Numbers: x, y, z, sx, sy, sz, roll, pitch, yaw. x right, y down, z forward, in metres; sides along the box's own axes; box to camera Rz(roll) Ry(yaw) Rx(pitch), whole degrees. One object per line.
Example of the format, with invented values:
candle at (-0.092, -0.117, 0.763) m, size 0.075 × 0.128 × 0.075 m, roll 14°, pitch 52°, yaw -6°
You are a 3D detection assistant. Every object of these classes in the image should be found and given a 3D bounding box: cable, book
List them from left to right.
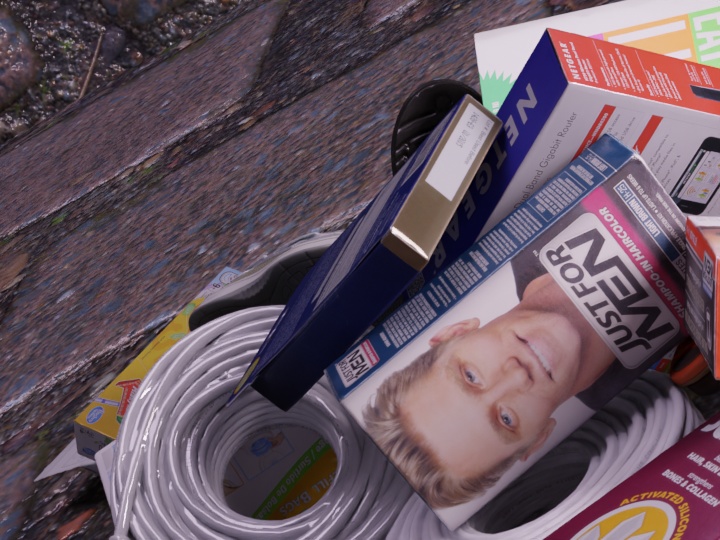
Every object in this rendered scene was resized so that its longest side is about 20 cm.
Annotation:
cable at (-0.051, 0.120, 1.277) m, size 0.198 × 0.069 × 0.201 m, roll -6°, pitch 59°, yaw 10°
cable at (0.103, 0.135, 1.140) m, size 0.199 × 0.069 × 0.200 m, roll -13°, pitch 26°, yaw 47°
book at (0.175, -0.104, 1.301) m, size 0.199 × 0.048 × 0.134 m, roll -12°, pitch 60°, yaw 10°

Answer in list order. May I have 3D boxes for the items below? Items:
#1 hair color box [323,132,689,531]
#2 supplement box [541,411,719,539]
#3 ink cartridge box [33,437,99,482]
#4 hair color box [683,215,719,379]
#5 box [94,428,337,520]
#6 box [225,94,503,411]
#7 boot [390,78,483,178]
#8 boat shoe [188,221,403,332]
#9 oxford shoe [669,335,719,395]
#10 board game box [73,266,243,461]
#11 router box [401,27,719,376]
hair color box at (0.089, 0.032, 1.126) m, size 0.200 × 0.100 × 0.061 m, roll -40°, pitch 17°, yaw 3°
supplement box at (0.164, 0.140, 0.990) m, size 0.199 × 0.086 × 0.110 m, roll -35°, pitch 17°, yaw -8°
ink cartridge box at (-0.144, 0.117, 1.681) m, size 0.199 × 0.050 × 0.162 m, roll -22°, pitch 19°, yaw 45°
hair color box at (0.263, 0.011, 1.037) m, size 0.198 × 0.064 × 0.111 m, roll -1°, pitch 12°, yaw 1°
box at (-0.062, 0.122, 1.411) m, size 0.199 × 0.102 × 0.112 m, roll -33°, pitch 17°, yaw -4°
box at (0.000, 0.000, 1.190) m, size 0.200 × 0.032 × 0.121 m, roll -46°, pitch 11°, yaw 46°
boot at (0.059, -0.043, 1.486) m, size 0.079 × 0.212 × 0.158 m, roll -15°, pitch 20°, yaw -5°
boat shoe at (-0.028, 0.009, 1.369) m, size 0.201 × 0.075 × 0.065 m, roll -24°, pitch 22°, yaw 45°
oxford shoe at (0.240, 0.023, 1.168) m, size 0.200 × 0.073 × 0.071 m, roll -36°, pitch -4°, yaw -41°
board game box at (-0.097, 0.086, 1.571) m, size 0.134 × 0.034 × 0.200 m, roll 20°, pitch 44°, yaw 23°
router box at (0.144, -0.031, 1.216) m, size 0.201 × 0.178 × 0.049 m, roll -60°, pitch 31°, yaw 36°
